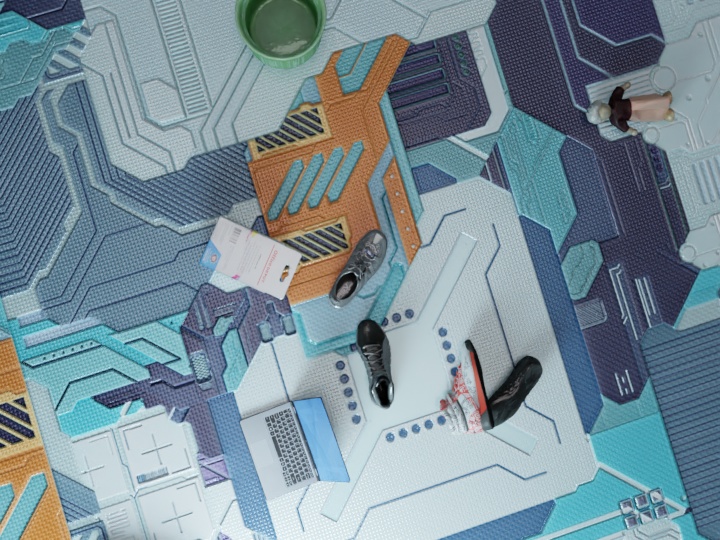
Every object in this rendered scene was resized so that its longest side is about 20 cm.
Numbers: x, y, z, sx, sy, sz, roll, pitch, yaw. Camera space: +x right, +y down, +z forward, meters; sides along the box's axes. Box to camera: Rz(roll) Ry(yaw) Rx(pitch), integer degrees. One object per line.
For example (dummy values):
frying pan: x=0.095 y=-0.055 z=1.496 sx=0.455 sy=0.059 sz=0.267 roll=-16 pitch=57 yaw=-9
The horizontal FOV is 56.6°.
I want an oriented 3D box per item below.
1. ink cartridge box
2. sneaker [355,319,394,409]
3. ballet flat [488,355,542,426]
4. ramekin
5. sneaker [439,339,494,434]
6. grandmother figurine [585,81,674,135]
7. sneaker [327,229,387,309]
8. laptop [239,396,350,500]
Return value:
ink cartridge box: x=-0.237 y=-0.026 z=1.473 sx=0.198 sy=0.068 sz=0.116 roll=24 pitch=87 yaw=-1
sneaker: x=0.041 y=0.206 z=1.456 sx=0.074 sy=0.115 sz=0.203 roll=-14 pitch=89 yaw=-3
ballet flat: x=0.336 y=0.278 z=1.509 sx=0.066 sy=0.057 sz=0.200 roll=41 pitch=93 yaw=-15
ramekin: x=-0.173 y=-0.548 z=1.478 sx=0.197 sy=0.098 sz=0.203 roll=0 pitch=88 yaw=-3
sneaker: x=0.222 y=0.262 z=1.487 sx=0.107 sy=0.067 sz=0.204 roll=-16 pitch=73 yaw=17
grandmother figurine: x=0.612 y=-0.372 z=1.533 sx=0.197 sy=0.061 sz=0.123 roll=-8 pitch=80 yaw=-6
sneaker: x=0.000 y=0.000 z=1.477 sx=0.074 sy=0.082 sz=0.201 roll=30 pitch=87 yaw=-2
laptop: x=-0.145 y=0.387 z=1.441 sx=0.198 sy=0.116 sz=0.189 roll=-20 pitch=89 yaw=-3
